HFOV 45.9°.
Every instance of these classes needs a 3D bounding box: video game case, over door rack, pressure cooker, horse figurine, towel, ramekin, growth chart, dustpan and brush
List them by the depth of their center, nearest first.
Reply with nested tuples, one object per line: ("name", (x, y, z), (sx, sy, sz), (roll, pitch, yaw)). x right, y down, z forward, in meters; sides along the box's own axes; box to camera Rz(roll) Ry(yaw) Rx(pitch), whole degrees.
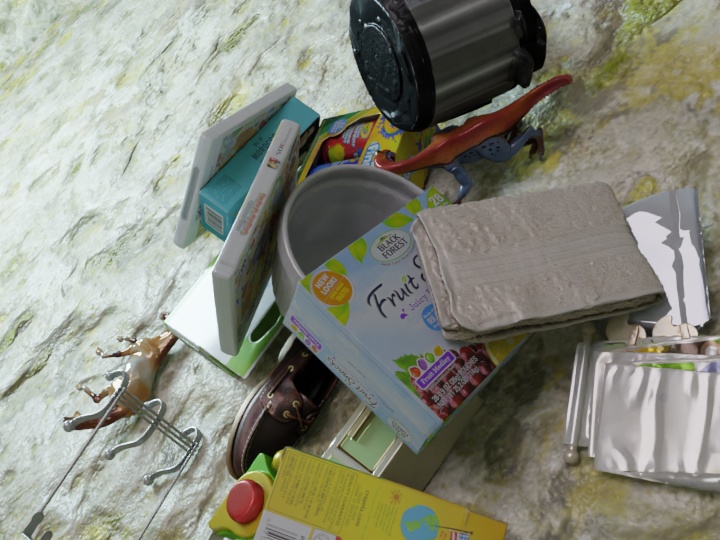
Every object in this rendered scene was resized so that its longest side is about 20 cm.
("growth chart", (0.249, 0.108, 0.677), (0.198, 0.018, 0.147), (6, 72, 45))
("towel", (0.149, -0.012, 0.737), (0.197, 0.035, 0.134), (-11, 57, -8))
("dustpan and brush", (0.221, 0.009, 0.796), (0.197, 0.057, 0.142), (-9, 61, 28))
("ramekin", (0.000, 0.000, 0.880), (0.105, 0.197, 0.202), (121, 162, -49))
("video game case", (-0.106, -0.027, 0.891), (0.023, 0.201, 0.184), (19, 63, 3))
("over door rack", (-0.275, 0.232, 0.943), (0.066, 0.148, 0.202), (-2, 53, 37))
("pressure cooker", (0.106, -0.267, 0.961), (0.198, 0.178, 0.178), (-27, 10, -15))
("horse figurine", (-0.313, 0.140, 1.134), (0.131, 0.050, 0.202), (-3, 45, 27))
("video game case", (-0.167, -0.142, 1.140), (0.200, 0.023, 0.183), (-47, -14, -49))

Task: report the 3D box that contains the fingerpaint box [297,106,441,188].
("fingerpaint box", (-0.005, -0.111, 1.076), (0.165, 0.073, 0.202), (-3, 53, 40))

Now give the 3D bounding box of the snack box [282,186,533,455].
("snack box", (0.058, 0.036, 0.763), (0.168, 0.068, 0.199), (43, 49, 14))

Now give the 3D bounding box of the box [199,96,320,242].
("box", (-0.132, -0.134, 1.129), (0.049, 0.083, 0.201), (34, 63, 10))

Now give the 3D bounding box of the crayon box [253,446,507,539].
("crayon box", (0.011, 0.240, 0.702), (0.197, 0.051, 0.129), (16, 73, 15))

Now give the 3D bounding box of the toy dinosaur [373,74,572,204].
("toy dinosaur", (0.108, -0.151, 0.948), (0.179, 0.202, 0.106), (-7, 46, -26))

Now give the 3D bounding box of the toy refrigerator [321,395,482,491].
("toy refrigerator", (0.020, 0.174, 0.799), (0.076, 0.070, 0.201), (25, 74, 49))

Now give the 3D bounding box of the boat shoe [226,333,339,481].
("boat shoe", (-0.072, 0.137, 0.913), (0.070, 0.070, 0.202), (1, 56, 46))

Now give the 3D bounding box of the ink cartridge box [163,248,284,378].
("ink cartridge box", (-0.130, 0.057, 1.035), (0.199, 0.076, 0.148), (24, 72, 48))

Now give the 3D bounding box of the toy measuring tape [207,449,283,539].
("toy measuring tape", (-0.120, 0.269, 0.844), (0.201, 0.073, 0.073), (-56, 39, -3))
